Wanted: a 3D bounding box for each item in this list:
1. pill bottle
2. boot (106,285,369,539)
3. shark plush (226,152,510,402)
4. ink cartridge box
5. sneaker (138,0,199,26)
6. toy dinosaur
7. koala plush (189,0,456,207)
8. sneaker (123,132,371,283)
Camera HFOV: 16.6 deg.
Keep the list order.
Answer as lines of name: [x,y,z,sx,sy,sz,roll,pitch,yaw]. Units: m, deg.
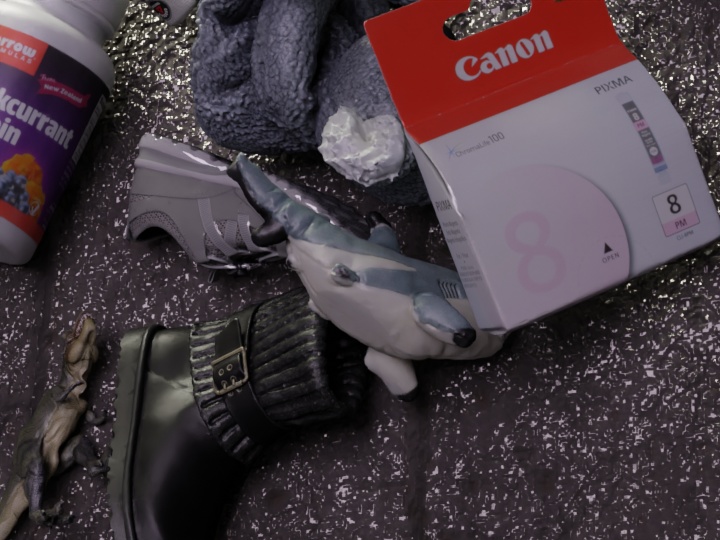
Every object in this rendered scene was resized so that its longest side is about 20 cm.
pill bottle: [-0.236,-0.115,1.692,0.111,0.111,0.200,17,77,28]
boot: [-0.074,0.111,1.549,0.158,0.079,0.211,-11,65,19]
shark plush: [0.000,0.000,1.527,0.200,0.091,0.083,28,52,4]
ink cartridge box: [0.111,-0.082,1.477,0.162,0.057,0.200,-23,98,-21]
sneaker: [-0.140,-0.213,1.657,0.074,0.200,0.089,-30,55,56]
toy dinosaur: [-0.204,0.128,1.618,0.088,0.047,0.200,23,79,43]
koala plush: [0.003,-0.112,1.567,0.200,0.177,0.184,44,110,30]
sneaker: [-0.071,-0.025,1.621,0.200,0.075,0.082,20,92,35]
